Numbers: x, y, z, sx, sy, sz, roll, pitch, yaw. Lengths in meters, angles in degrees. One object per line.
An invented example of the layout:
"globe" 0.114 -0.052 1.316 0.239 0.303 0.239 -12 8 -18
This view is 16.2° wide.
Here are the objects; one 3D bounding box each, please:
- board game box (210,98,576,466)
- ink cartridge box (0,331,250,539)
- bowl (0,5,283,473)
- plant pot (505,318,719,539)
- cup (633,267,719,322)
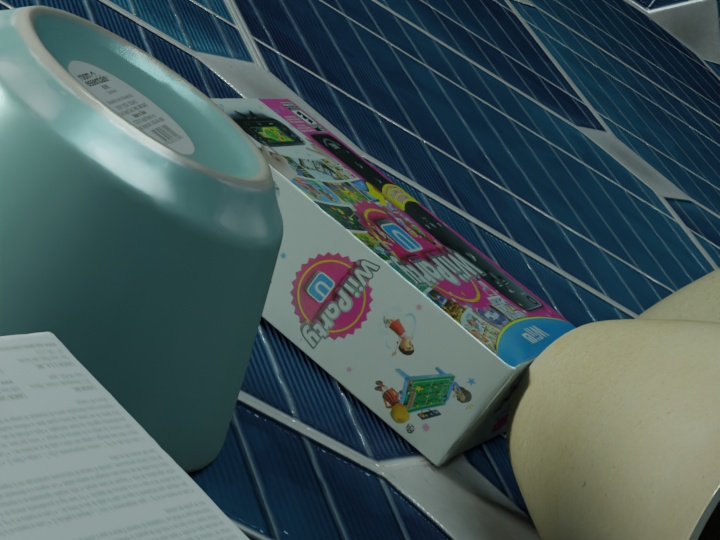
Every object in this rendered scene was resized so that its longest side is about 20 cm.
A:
"board game box" 0.000 0.000 1.218 0.200 0.064 0.148 40 15 11
"ink cartridge box" -0.079 0.103 0.757 0.200 0.047 0.160 46 16 15
"bowl" -0.108 -0.026 0.963 0.201 0.105 0.201 35 14 -10
"plant pot" 0.152 0.098 1.085 0.187 0.187 0.200 27 3 -33
"cup" 0.228 0.069 1.368 0.200 0.143 0.200 33 14 -10
